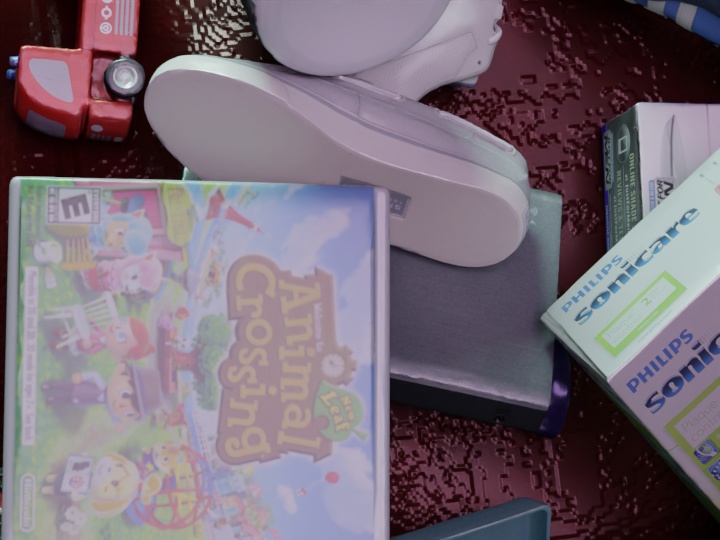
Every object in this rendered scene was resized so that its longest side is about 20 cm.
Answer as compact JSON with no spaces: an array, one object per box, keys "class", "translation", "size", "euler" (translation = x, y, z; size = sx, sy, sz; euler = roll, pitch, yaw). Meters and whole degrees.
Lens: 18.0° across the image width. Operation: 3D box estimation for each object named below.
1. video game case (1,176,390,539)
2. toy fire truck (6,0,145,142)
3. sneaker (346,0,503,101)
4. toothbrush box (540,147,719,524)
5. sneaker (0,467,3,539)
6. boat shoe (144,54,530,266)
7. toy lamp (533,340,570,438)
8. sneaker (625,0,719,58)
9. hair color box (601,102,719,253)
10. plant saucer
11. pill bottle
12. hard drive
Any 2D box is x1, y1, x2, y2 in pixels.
[{"class":"video game case","translation":[-0.076,0.057,1.070],"size":[0.181,0.022,0.201],"euler":[1,82,-8]},{"class":"toy fire truck","translation":[-0.177,-0.169,1.164],"size":[0.140,0.049,0.201],"euler":[5,81,-10]},{"class":"sneaker","translation":[0.043,-0.148,1.202],"size":[0.087,0.075,0.200],"euler":[39,85,-11]},{"class":"toothbrush box","translation":[0.211,0.051,1.134],"size":[0.146,0.086,0.200],"euler":[-42,118,0]},{"class":"sneaker","translation":[-0.111,0.132,1.121],"size":[0.199,0.078,0.082],"euler":[-10,119,-8]},{"class":"boat shoe","translation":[-0.007,-0.067,1.135],"size":[0.199,0.072,0.069],"euler":[15,38,-1]},{"class":"toy lamp","translation":[0.005,0.057,1.163],"size":[0.199,0.058,0.058],"euler":[6,80,-12]},{"class":"sneaker","translation":[0.188,-0.145,1.214],"size":[0.081,0.200,0.146],"euler":[-56,134,-12]},{"class":"hair color box","translation":[0.233,-0.030,1.219],"size":[0.199,0.065,0.110],"euler":[1,82,-14]},{"class":"plant saucer","translation":[0.001,0.164,1.144],"size":[0.199,0.070,0.019],"euler":[-15,45,-13]},{"class":"pill bottle","translation":[-0.033,-0.200,1.139],"size":[0.106,0.106,0.200],"euler":[-15,51,-13]},{"class":"hard drive","translation":[0.000,0.000,1.148],"size":[0.199,0.033,0.140],"euler":[12,51,-6]}]
